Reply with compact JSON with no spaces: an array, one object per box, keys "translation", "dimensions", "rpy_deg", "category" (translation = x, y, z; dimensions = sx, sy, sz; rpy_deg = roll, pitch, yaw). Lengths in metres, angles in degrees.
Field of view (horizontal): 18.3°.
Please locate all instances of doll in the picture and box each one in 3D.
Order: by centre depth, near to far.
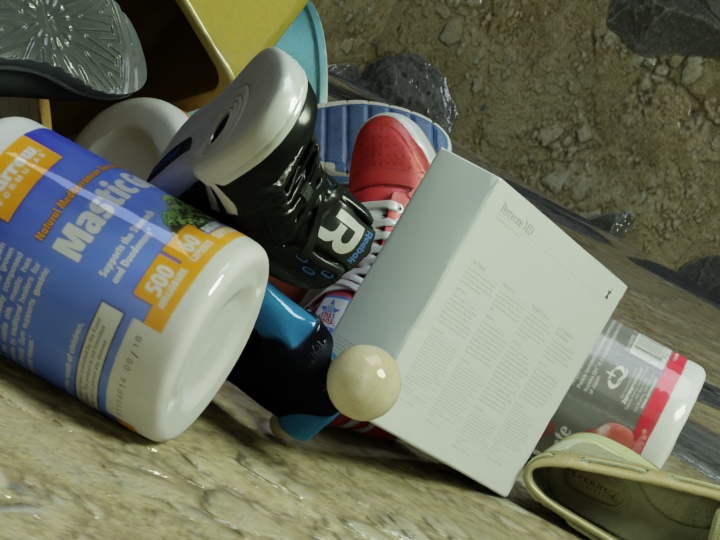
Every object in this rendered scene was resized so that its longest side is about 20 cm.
[{"translation":[-0.062,0.034,1.203],"dimensions":[0.199,0.048,0.137],"rpy_deg":[23,-35,35],"category":"doll"}]

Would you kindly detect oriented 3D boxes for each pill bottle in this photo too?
[{"translation":[-0.155,-0.008,1.119],"dimensions":[0.199,0.113,0.112],"rpy_deg":[28,8,11],"category":"pill bottle"},{"translation":[-0.087,-0.020,1.376],"dimensions":[0.112,0.113,0.200],"rpy_deg":[33,3,40],"category":"pill bottle"},{"translation":[0.124,0.070,1.514],"dimensions":[0.199,0.111,0.111],"rpy_deg":[28,8,8],"category":"pill bottle"}]

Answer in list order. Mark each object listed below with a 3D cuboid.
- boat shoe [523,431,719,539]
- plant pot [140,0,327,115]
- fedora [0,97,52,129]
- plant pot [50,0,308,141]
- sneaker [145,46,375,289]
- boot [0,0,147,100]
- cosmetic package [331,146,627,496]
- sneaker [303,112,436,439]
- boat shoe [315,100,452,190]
[{"translation":[0.194,0.157,1.351],"dimensions":[0.200,0.074,0.063],"rpy_deg":[27,15,21],"category":"boat shoe"},{"translation":[-0.143,-0.109,1.576],"dimensions":[0.186,0.202,0.200],"rpy_deg":[7,15,-21],"category":"plant pot"},{"translation":[-0.244,-0.103,1.325],"dimensions":[0.081,0.202,0.200],"rpy_deg":[-14,26,-23],"category":"fedora"},{"translation":[-0.133,-0.221,1.408],"dimensions":[0.195,0.200,0.195],"rpy_deg":[-13,-65,44],"category":"plant pot"},{"translation":[-0.031,-0.045,1.116],"dimensions":[0.111,0.073,0.200],"rpy_deg":[33,-15,-13],"category":"sneaker"},{"translation":[-0.239,-0.099,1.211],"dimensions":[0.199,0.066,0.164],"rpy_deg":[-22,-19,31],"category":"boot"},{"translation":[0.067,0.035,1.299],"dimensions":[0.052,0.151,0.200],"rpy_deg":[32,-2,33],"category":"cosmetic package"},{"translation":[0.000,0.000,1.341],"dimensions":[0.071,0.202,0.112],"rpy_deg":[-8,-9,36],"category":"sneaker"},{"translation":[-0.037,-0.063,1.481],"dimensions":[0.198,0.073,0.073],"rpy_deg":[0,43,8],"category":"boat shoe"}]
